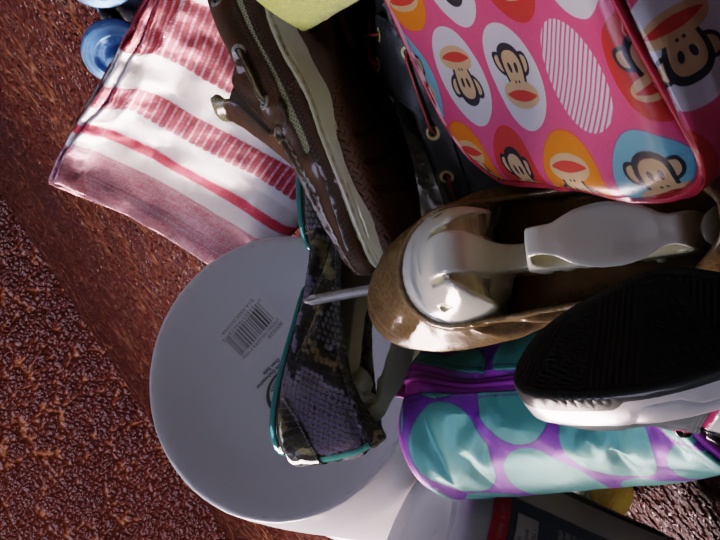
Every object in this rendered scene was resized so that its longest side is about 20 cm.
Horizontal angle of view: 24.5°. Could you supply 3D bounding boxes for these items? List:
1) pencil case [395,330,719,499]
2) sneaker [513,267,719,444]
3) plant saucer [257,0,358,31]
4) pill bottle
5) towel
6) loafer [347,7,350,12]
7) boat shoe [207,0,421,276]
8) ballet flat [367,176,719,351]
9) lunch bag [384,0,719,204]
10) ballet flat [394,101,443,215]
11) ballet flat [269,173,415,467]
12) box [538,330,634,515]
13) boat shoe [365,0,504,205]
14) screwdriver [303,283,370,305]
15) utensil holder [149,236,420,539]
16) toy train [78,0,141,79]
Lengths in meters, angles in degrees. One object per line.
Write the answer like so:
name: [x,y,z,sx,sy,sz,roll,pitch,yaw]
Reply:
pencil case: [0.103,0.060,0.774,0.092,0.086,0.199,30,153,-30]
sneaker: [0.164,0.056,0.613,0.198,0.084,0.121,-11,123,37]
plant saucer: [-0.028,-0.208,0.654,0.199,0.047,0.203,176,88,-72]
pill bottle: [0.117,0.187,0.907,0.198,0.121,0.119,25,169,-13]
towel: [-0.078,-0.077,0.917,0.143,0.023,0.200,26,138,-14]
loafer: [-0.065,-0.135,0.905,0.200,0.072,0.073,-49,51,46]
boat shoe: [-0.033,-0.086,0.800,0.075,0.074,0.205,10,-120,-64]
ballet flat: [0.075,-0.007,0.681,0.198,0.072,0.069,-7,82,31]
lunch bag: [0.069,-0.120,0.631,0.177,0.082,0.200,62,164,-18]
ballet flat: [0.026,-0.037,0.956,0.201,0.071,0.072,53,164,8]
ballet flat: [0.000,0.000,0.826,0.072,0.071,0.203,96,179,-67]
box: [0.109,0.080,0.931,0.075,0.050,0.201,22,147,29]
boat shoe: [0.031,-0.103,0.776,0.203,0.063,0.074,62,-160,-20]
screwdriver: [0.063,-0.002,0.741,0.029,0.198,0.028,-38,-64,-71]
utensil holder: [-0.016,0.077,0.992,0.170,0.170,0.200,50,-174,18]
toy train: [-0.118,-0.194,0.982,0.087,0.113,0.202,-89,-7,-48]
